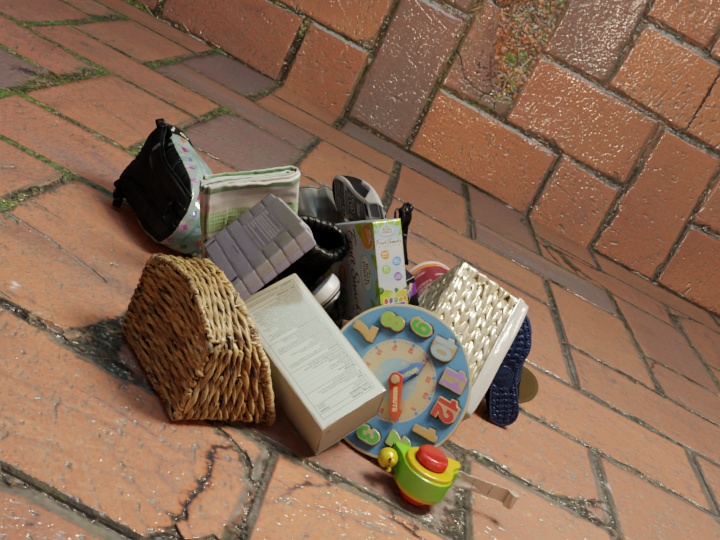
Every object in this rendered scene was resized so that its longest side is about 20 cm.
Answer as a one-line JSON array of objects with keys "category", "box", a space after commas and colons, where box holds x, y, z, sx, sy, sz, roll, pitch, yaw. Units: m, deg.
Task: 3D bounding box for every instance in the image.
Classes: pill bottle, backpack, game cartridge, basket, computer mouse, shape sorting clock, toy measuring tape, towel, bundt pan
[{"category": "pill bottle", "box": [0.147, 0.075, 1.636, 0.113, 0.115, 0.201, 20, 19, -23]}, {"category": "backpack", "box": [-0.294, -0.121, 1.467, 0.125, 0.168, 0.201, 16, 26, -45]}, {"category": "game cartridge", "box": [-0.135, -0.034, 1.211, 0.039, 0.129, 0.200, 59, -6, -25]}, {"category": "basket", "box": [-0.176, 0.073, 1.111, 0.147, 0.144, 0.200, 11, 24, -40]}, {"category": "computer mouse", "box": [0.021, -0.090, 1.378, 0.043, 0.111, 0.200, -22, 41, -23]}, {"category": "shape sorting clock", "box": [0.045, 0.142, 1.183, 0.198, 0.202, 0.039, 31, -10, 11]}, {"category": "basket", "box": [0.127, 0.105, 1.307, 0.123, 0.201, 0.135, 38, -26, -6]}, {"category": "toy measuring tape", "box": [0.111, 0.267, 1.130, 0.197, 0.074, 0.074, 24, 18, -12]}, {"category": "towel", "box": [-0.162, -0.058, 1.346, 0.146, 0.202, 0.031, -8, 43, -17]}, {"category": "bundt pan", "box": [-0.079, -0.037, 1.500, 0.199, 0.203, 0.076, 17, 33, -31]}]

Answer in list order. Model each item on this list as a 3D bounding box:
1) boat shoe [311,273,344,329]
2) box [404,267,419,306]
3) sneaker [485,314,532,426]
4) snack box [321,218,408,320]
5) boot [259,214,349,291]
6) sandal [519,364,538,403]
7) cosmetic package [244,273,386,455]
[{"category": "boat shoe", "box": [-0.054, 0.063, 1.340, 0.066, 0.070, 0.200, 43, -24, 0]}, {"category": "box", "box": [0.047, 0.056, 1.447, 0.036, 0.202, 0.143, -27, 43, -19]}, {"category": "sneaker", "box": [0.228, 0.142, 1.455, 0.069, 0.204, 0.078, 4, 22, -2]}, {"category": "snack box", "box": [0.000, 0.000, 1.348, 0.052, 0.145, 0.199, -9, 5, -25]}, {"category": "boot", "box": [-0.133, -0.009, 1.307, 0.208, 0.158, 0.081, -9, 68, -33]}, {"category": "sandal", "box": [0.201, 0.163, 1.541, 0.208, 0.079, 0.070, 13, 21, -22]}, {"category": "cosmetic package", "box": [-0.069, 0.113, 1.145, 0.102, 0.074, 0.201, -26, 65, -27]}]
